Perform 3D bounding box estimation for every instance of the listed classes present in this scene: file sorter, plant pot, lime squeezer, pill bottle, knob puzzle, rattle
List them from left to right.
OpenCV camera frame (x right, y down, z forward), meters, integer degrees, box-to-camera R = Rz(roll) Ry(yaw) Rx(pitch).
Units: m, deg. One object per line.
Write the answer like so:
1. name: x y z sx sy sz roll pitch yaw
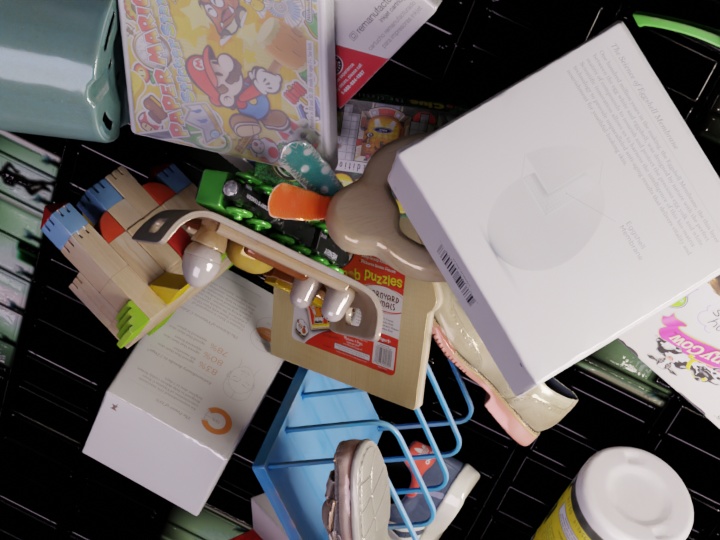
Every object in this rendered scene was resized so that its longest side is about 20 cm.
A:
1. plant pot: -0.284 -0.197 1.690 0.195 0.201 0.201 12 133 9
2. knob puzzle: 0.000 0.000 1.789 0.219 0.030 0.221 9 104 41
3. file sorter: 0.011 0.156 1.846 0.122 0.201 0.139 -7 125 26
4. rattle: 0.017 -0.040 1.655 0.198 0.131 0.143 -5 175 -9
5. pill bottle: 0.218 0.263 1.896 0.114 0.115 0.200 28 135 1
6. lime squeezer: 0.303 -0.195 1.518 0.199 0.038 0.071 -20 86 38

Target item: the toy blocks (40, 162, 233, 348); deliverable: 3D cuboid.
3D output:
1. toy blocks: -0.198 -0.028 1.810 0.137 0.200 0.100 46 133 3

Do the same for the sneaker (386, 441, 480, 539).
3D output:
1. sneaker: 0.043 0.239 1.997 0.084 0.075 0.201 33 130 6

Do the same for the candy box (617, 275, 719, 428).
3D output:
1. candy box: 0.321 0.027 1.668 0.167 0.072 0.200 39 134 -9

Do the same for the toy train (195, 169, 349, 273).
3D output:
1. toy train: -0.071 -0.039 1.699 0.056 0.042 0.200 9 168 29

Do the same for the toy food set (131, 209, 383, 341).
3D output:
1. toy food set: -0.087 0.008 1.701 0.199 0.061 0.143 26 174 -15

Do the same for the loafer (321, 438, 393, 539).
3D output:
1. loafer: -0.009 0.221 1.732 0.062 0.072 0.201 7 133 21

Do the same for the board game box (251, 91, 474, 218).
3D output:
1. board game box: 0.013 -0.096 1.690 0.198 0.024 0.105 7 123 -4

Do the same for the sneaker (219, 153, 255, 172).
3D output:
1. sneaker: -0.086 -0.144 1.712 0.199 0.077 0.111 31 145 8

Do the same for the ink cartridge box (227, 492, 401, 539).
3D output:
1. ink cartridge box: -0.053 0.282 1.941 0.200 0.175 0.045 38 138 48

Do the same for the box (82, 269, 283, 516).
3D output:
1. box: -0.150 0.102 1.873 0.124 0.200 0.098 29 135 0

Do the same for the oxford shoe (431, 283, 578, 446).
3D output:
1. oxford shoe: 0.116 0.061 1.816 0.074 0.071 0.200 -34 110 15

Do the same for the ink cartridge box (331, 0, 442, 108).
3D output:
1. ink cartridge box: -0.040 -0.249 1.594 0.200 0.084 0.144 40 134 -8

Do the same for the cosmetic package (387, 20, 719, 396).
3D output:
1. cosmetic package: 0.156 -0.044 1.539 0.200 0.199 0.123 59 174 5

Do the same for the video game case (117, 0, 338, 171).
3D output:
1. video game case: -0.106 -0.177 1.611 0.181 0.023 0.201 13 131 18
